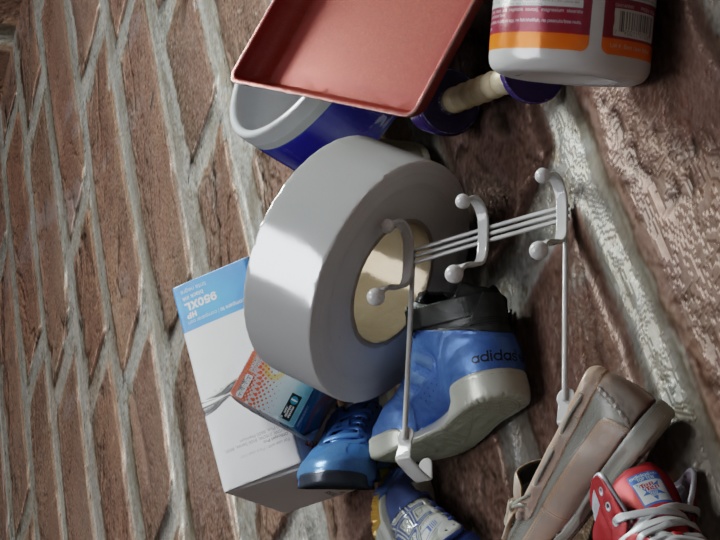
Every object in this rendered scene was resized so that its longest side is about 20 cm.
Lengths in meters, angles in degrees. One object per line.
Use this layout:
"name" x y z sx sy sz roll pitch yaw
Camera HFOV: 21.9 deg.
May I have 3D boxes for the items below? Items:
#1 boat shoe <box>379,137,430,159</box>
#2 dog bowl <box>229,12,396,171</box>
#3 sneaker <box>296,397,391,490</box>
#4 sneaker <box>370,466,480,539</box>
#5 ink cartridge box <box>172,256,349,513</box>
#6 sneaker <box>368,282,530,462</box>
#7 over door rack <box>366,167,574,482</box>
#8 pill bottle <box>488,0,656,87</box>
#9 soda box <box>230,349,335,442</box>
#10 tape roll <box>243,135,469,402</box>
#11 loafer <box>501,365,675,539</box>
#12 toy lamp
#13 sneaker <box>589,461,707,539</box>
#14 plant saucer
"boat shoe" 0.011 -0.081 1.640 0.200 0.072 0.060 27 131 62
"dog bowl" -0.025 -0.183 1.631 0.200 0.079 0.200 -42 30 30
"sneaker" -0.012 0.143 1.556 0.200 0.066 0.079 2 -90 -80
"sneaker" 0.059 0.221 1.461 0.088 0.075 0.200 -26 30 17
"ink cartridge box" -0.084 0.107 1.683 0.145 0.084 0.201 34 -144 -64
"sneaker" 0.062 0.076 1.447 0.200 0.077 0.112 136 131 -58
"over door rack" 0.082 0.035 1.323 0.147 0.067 0.201 -16 65 30
"pill bottle" 0.146 -0.227 1.236 0.110 0.109 0.201 -172 87 -70
"soda box" -0.029 0.039 1.575 0.200 0.068 0.064 -62 -20 -8
"tape roll" 0.000 0.000 1.457 0.071 0.202 0.203 22 111 32
"loafer" 0.134 0.135 1.229 0.063 0.072 0.200 41 133 10
"toy lamp" 0.090 -0.141 1.450 0.200 0.058 0.058 164 109 -68
"sneaker" 0.189 0.166 1.093 0.200 0.071 0.113 152 117 -69
"plant saucer" 0.018 -0.211 1.494 0.199 0.037 0.200 15 70 39
